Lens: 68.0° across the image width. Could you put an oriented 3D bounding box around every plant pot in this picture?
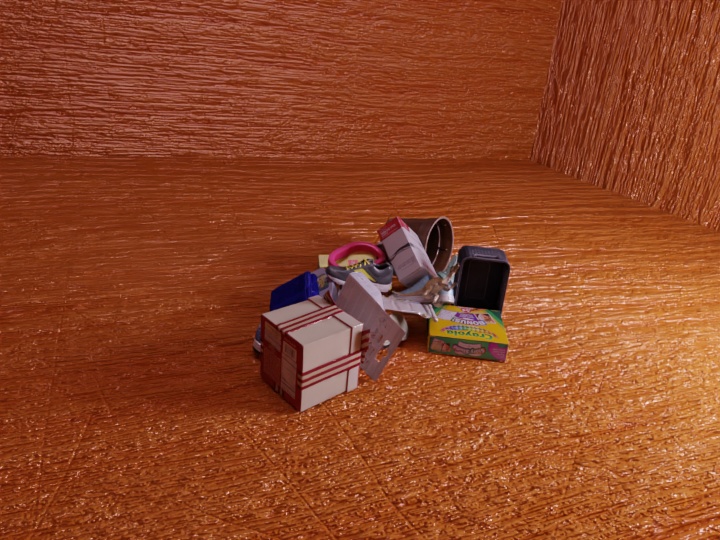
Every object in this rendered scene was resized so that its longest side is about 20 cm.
[{"bbox_3d":[0.186,-0.094,1.816,0.196,0.203,0.199,13,23,35],"label":"plant pot"}]

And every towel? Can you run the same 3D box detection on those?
[{"bbox_3d":[-0.179,0.081,1.411,0.146,0.050,0.201,-23,28,5],"label":"towel"}]

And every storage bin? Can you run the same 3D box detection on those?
[{"bbox_3d":[0.331,0.043,1.494,0.133,0.203,0.094,6,23,3],"label":"storage bin"}]

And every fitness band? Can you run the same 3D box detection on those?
[{"bbox_3d":[-0.009,-0.033,1.620,0.143,0.038,0.199,30,38,31],"label":"fitness band"}]

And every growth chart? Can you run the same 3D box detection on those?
[{"bbox_3d":[0.102,0.092,1.398,0.197,0.018,0.145,9,13,3],"label":"growth chart"}]

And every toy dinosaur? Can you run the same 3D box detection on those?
[{"bbox_3d":[0.190,0.054,1.437,0.198,0.059,0.101,-26,29,7],"label":"toy dinosaur"}]

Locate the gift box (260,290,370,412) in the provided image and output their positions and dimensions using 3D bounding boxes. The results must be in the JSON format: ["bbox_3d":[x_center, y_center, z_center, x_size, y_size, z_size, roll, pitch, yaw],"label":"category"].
[{"bbox_3d":[-0.093,0.161,1.152,0.185,0.202,0.184,-14,35,-41],"label":"gift box"}]

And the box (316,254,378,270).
[{"bbox_3d":[-0.038,-0.011,1.691,0.197,0.076,0.051,1,56,-13],"label":"box"}]

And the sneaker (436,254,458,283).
[{"bbox_3d":[0.259,0.005,1.673,0.198,0.120,0.074,-6,27,-22],"label":"sneaker"}]

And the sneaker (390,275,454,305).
[{"bbox_3d":[0.176,0.058,1.522,0.198,0.083,0.074,-4,-18,30],"label":"sneaker"}]

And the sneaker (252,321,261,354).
[{"bbox_3d":[-0.160,0.155,1.290,0.198,0.078,0.076,-3,22,-33],"label":"sneaker"}]

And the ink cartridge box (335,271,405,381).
[{"bbox_3d":[0.016,0.127,1.231,0.047,0.161,0.200,-9,46,-48],"label":"ink cartridge box"}]

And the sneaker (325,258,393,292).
[{"bbox_3d":[0.000,0.000,1.501,0.197,0.086,0.075,10,21,-14],"label":"sneaker"}]

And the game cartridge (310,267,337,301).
[{"bbox_3d":[-0.133,0.061,1.501,0.132,0.041,0.200,-23,27,-2],"label":"game cartridge"}]

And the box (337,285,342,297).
[{"bbox_3d":[-0.005,0.064,1.556,0.115,0.061,0.200,6,24,2],"label":"box"}]

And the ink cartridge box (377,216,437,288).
[{"bbox_3d":[0.146,-0.040,1.607,0.144,0.083,0.202,35,26,-51],"label":"ink cartridge box"}]

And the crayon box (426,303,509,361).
[{"bbox_3d":[0.275,0.158,1.399,0.197,0.059,0.173,6,23,4],"label":"crayon box"}]

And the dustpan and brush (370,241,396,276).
[{"bbox_3d":[0.064,-0.036,1.765,0.057,0.140,0.200,-40,20,-10],"label":"dustpan and brush"}]

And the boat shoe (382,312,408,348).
[{"bbox_3d":[0.062,0.159,1.344,0.066,0.075,0.199,-24,-1,25],"label":"boat shoe"}]
